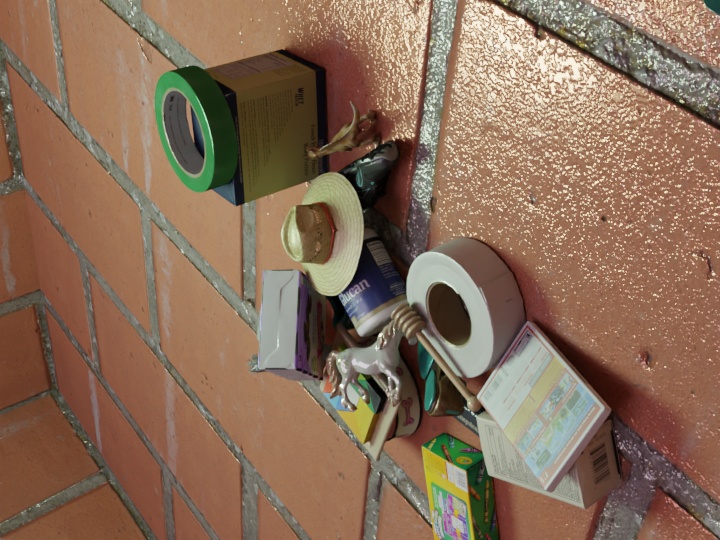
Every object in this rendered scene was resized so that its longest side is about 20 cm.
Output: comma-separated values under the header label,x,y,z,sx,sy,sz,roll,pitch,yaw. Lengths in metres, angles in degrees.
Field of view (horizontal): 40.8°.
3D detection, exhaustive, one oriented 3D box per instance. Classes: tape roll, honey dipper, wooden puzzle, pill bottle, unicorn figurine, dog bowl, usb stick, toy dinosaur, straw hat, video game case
label,x,y,z,sx,sy,sz,roll,pitch,yaw
tape roll,-0.274,-0.233,1.599,0.200,0.048,0.204,35,136,42
honey dipper,0.120,0.133,1.481,0.201,0.038,0.038,50,145,21
wooden puzzle,-0.008,0.221,1.723,0.185,0.037,0.202,48,144,30
pill bottle,0.000,0.000,1.641,0.202,0.110,0.111,61,148,12
unicorn figurine,0.029,0.152,1.590,0.074,0.196,0.140,-31,-70,-80
dog bowl,0.024,0.224,1.781,0.199,0.073,0.203,36,137,42
tape roll,0.158,0.056,1.470,0.202,0.070,0.206,35,136,43
usb stick,0.179,0.234,1.584,0.199,0.032,0.056,34,135,43
toy dinosaur,-0.017,-0.214,1.545,0.199,0.100,0.059,-30,84,59
straw hat,-0.082,-0.059,1.575,0.199,0.084,0.206,3,93,53
video game case,0.249,0.184,1.344,0.144,0.017,0.201,-58,36,18

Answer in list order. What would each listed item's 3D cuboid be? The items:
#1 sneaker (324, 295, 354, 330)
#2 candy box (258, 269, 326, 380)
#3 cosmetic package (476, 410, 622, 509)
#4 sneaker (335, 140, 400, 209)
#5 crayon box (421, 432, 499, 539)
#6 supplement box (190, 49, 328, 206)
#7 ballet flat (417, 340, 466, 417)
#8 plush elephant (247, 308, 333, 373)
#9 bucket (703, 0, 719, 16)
label,x,y,z,sx,sy,sz,roll,pitch,yaw
sneaker,-0.038,0.011,1.738,0.077,0.079,0.204,2,110,57
candy box,-0.117,0.101,1.714,0.200,0.070,0.172,45,-134,-74
cosmetic package,0.271,0.258,1.402,0.198,0.086,0.105,8,116,54
sneaker,0.022,-0.152,1.567,0.080,0.075,0.199,59,158,-4
crayon box,0.173,0.397,1.668,0.118,0.058,0.204,20,125,52
supplement box,-0.174,-0.251,1.672,0.134,0.197,0.203,33,135,43
ballet flat,0.135,0.166,1.552,0.201,0.071,0.069,-94,25,-61
plush elephant,-0.137,0.114,1.896,0.165,0.196,0.158,142,122,-65
bucket,0.376,-0.327,0.829,0.206,0.133,0.211,33,134,42
